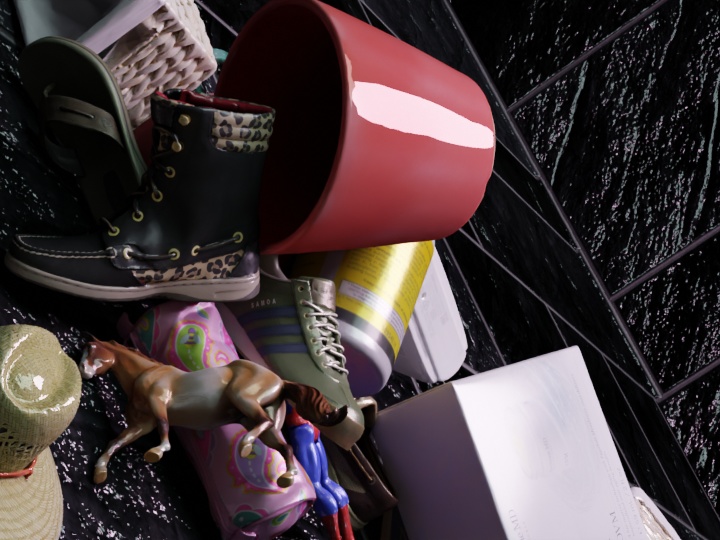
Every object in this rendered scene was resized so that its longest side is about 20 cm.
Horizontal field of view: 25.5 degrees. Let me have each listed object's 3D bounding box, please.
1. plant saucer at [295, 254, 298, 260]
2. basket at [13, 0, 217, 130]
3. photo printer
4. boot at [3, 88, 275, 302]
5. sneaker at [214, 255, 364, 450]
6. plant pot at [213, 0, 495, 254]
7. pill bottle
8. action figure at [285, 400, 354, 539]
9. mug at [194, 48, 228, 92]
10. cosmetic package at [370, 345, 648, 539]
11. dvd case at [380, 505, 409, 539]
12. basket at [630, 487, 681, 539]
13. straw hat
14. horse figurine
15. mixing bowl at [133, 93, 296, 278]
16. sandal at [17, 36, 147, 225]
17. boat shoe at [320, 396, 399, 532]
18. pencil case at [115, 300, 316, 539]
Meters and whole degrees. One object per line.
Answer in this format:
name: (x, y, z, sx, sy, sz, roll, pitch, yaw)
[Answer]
plant saucer: (-0.068, 0.034, 1.467, 0.019, 0.069, 0.202, 32, 38, -57)
basket: (-0.227, -0.238, 1.461, 0.123, 0.135, 0.201, 44, 15, -45)
photo printer: (0.002, 0.017, 1.590, 0.199, 0.069, 0.167, 17, -40, 43)
boot: (-0.155, -0.056, 1.166, 0.198, 0.152, 0.073, 5, 18, -25)
sneaker: (-0.049, 0.046, 1.258, 0.200, 0.090, 0.067, 43, 2, 34)
plant pot: (-0.001, -0.104, 1.281, 0.176, 0.201, 0.202, 8, 45, -38)
pill bottle: (0.000, 0.000, 1.405, 0.114, 0.114, 0.201, 45, 53, -35)
action figure: (-0.069, 0.148, 1.322, 0.065, 0.098, 0.202, -8, 87, -77)
mug: (-0.063, -0.158, 1.520, 0.183, 0.116, 0.152, 13, 19, 12)
cosmetic package: (0.140, 0.196, 1.484, 0.199, 0.122, 0.201, -12, 79, -45)
dvd case: (0.068, 0.297, 1.511, 0.149, 0.016, 0.200, 52, 15, -13)
basket: (0.258, 0.368, 1.611, 0.199, 0.199, 0.161, 52, 17, -12)
straw hat: (-0.212, 0.076, 0.947, 0.201, 0.085, 0.202, 50, 16, -20)
horse figurine: (-0.108, 0.099, 1.128, 0.133, 0.198, 0.050, -93, -177, -59)
mixing bowl: (-0.121, -0.081, 1.386, 0.199, 0.109, 0.201, 23, 38, -19)
sandal: (-0.229, -0.110, 1.320, 0.057, 0.080, 0.202, -5, 61, -57)
boat shoe: (-0.015, 0.134, 1.451, 0.072, 0.072, 0.202, 32, 34, -54)
pencil case: (-0.111, 0.112, 1.210, 0.201, 0.087, 0.087, 60, 15, 15)
